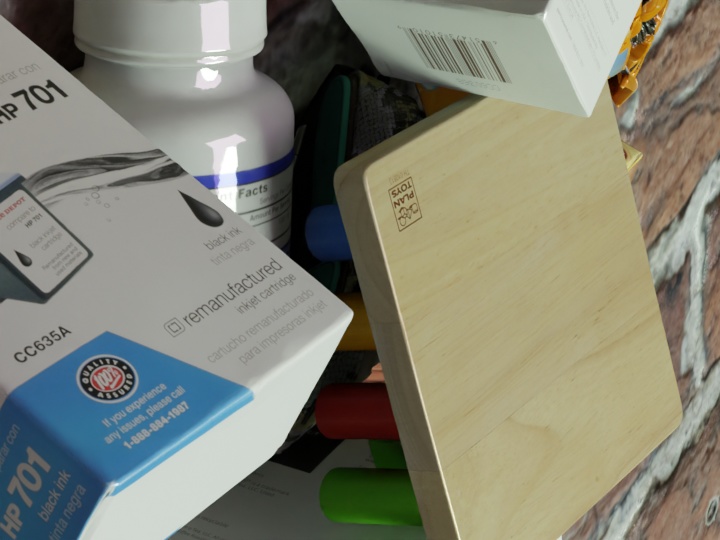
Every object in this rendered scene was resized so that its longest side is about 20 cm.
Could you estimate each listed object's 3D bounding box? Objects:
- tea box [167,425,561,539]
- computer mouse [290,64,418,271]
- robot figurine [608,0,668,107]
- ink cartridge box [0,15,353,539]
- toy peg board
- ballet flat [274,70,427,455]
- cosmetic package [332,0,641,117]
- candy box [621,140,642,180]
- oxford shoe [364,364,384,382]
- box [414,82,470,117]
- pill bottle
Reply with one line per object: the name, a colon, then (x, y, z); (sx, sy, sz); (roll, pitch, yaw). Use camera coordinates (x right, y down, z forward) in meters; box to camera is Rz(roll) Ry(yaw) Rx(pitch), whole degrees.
tea box: (-0.012, 0.196, 0.982); (0.134, 0.199, 0.198); (-41, 135, -46)
computer mouse: (0.003, -0.056, 1.061); (0.140, 0.046, 0.201); (33, 62, -53)
robot figurine: (0.134, -0.150, 0.989); (0.200, 0.058, 0.146); (87, 29, -74)
ink cartridge box: (-0.127, 0.007, 0.680); (0.146, 0.200, 0.086); (-35, 161, -50)
toy peg board: (0.045, 0.020, 0.899); (0.200, 0.097, 0.201); (-32, 112, -48)
ballet flat: (0.000, 0.000, 0.945); (0.072, 0.072, 0.202); (45, 52, -57)
cosmetic package: (0.081, -0.177, 0.844); (0.201, 0.112, 0.081); (-67, 150, -18)
candy box: (0.093, -0.009, 1.195); (0.200, 0.055, 0.116); (-34, 153, -50)
oxford shoe: (-0.006, 0.068, 1.099); (0.074, 0.070, 0.202); (161, -63, -77)
box: (0.080, -0.070, 1.056); (0.200, 0.041, 0.120); (52, 17, -48)
pill bottle: (-0.085, -0.029, 0.847); (0.112, 0.111, 0.202); (-27, 125, -54)
